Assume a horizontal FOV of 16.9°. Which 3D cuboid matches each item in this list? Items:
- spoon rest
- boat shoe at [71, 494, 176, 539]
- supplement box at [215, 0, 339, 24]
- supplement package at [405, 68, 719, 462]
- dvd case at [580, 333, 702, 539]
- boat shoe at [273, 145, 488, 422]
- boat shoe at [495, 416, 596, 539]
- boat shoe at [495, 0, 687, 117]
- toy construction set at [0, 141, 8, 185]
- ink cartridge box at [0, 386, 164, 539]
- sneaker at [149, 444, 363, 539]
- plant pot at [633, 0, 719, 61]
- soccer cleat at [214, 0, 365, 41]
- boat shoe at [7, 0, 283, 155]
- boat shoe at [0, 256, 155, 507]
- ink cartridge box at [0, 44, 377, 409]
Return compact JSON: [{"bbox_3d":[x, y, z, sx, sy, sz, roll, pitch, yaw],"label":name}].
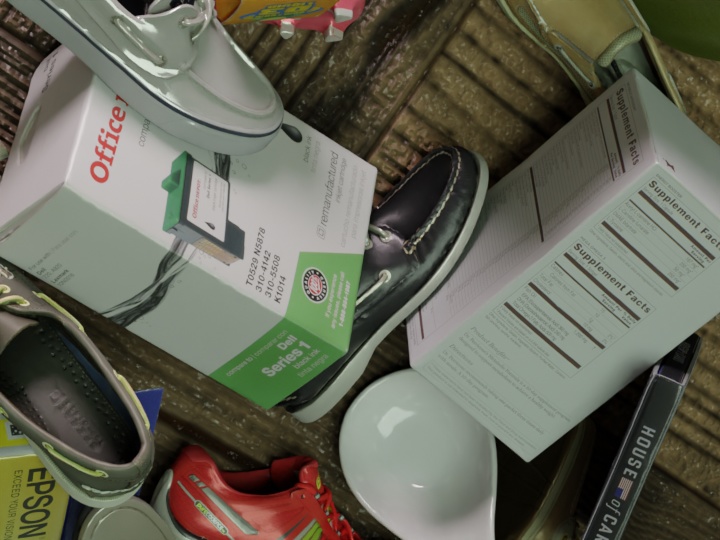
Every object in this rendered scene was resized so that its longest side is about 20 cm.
[{"bbox_3d":[0.058,0.155,1.518,0.099,0.061,0.201,-27,80,1],"label":"spoon rest"},{"bbox_3d":[-0.143,0.194,1.469,0.072,0.063,0.201,-27,137,-15],"label":"boat shoe"},{"bbox_3d":[-0.055,-0.243,1.353,0.066,0.069,0.202,-7,90,-17],"label":"supplement box"},{"bbox_3d":[0.134,-0.002,1.469,0.200,0.114,0.109,-40,118,23],"label":"supplement package"},{"bbox_3d":[0.171,0.120,1.520,0.025,0.200,0.151,23,101,9],"label":"dvd case"},{"bbox_3d":[0.000,0.000,1.486,0.060,0.074,0.200,33,103,-29],"label":"boat shoe"},{"bbox_3d":[0.105,0.177,1.583,0.066,0.074,0.201,19,102,-36],"label":"boat shoe"},{"bbox_3d":[0.145,-0.149,1.481,0.072,0.076,0.200,-43,115,-1],"label":"boat shoe"},{"bbox_3d":[-0.230,0.027,1.401,0.130,0.092,0.202,-16,108,-1],"label":"toy construction set"},{"bbox_3d":[-0.220,0.147,1.415,0.198,0.047,0.198,-3,144,-16],"label":"ink cartridge box"},{"bbox_3d":[-0.034,0.161,1.524,0.199,0.077,0.086,19,95,-24],"label":"sneaker"},{"bbox_3d":[0.268,-0.196,1.440,0.185,0.200,0.189,-6,109,-17],"label":"plant pot"},{"bbox_3d":[-0.091,-0.182,1.407,0.198,0.067,0.077,6,68,-12],"label":"soccer cleat"},{"bbox_3d":[-0.113,-0.140,1.331,0.200,0.072,0.066,39,132,-17],"label":"boat shoe"},{"bbox_3d":[-0.187,0.042,1.320,0.202,0.060,0.072,46,67,2],"label":"boat shoe"},{"bbox_3d":[-0.099,-0.037,1.390,0.199,0.147,0.084,31,137,-26],"label":"ink cartridge box"}]
